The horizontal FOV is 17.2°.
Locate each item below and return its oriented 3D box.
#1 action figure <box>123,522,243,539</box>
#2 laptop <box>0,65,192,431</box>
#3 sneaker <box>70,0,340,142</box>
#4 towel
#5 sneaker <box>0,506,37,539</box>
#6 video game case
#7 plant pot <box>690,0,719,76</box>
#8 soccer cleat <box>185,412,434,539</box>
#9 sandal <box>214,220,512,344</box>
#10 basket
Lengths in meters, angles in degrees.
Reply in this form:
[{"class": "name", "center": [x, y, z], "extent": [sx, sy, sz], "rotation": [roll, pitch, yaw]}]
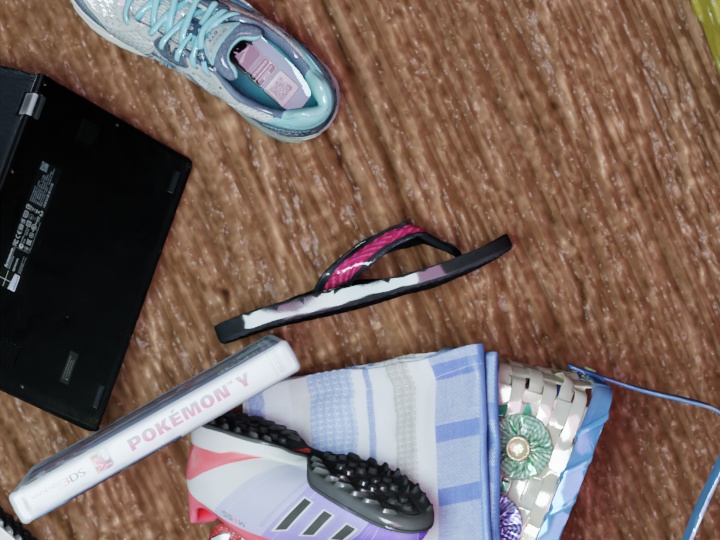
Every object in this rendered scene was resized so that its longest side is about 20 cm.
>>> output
[{"class": "action figure", "center": [-0.146, 0.239, 1.517], "extent": [0.099, 0.065, 0.201], "rotation": [30, 91, -18]}, {"class": "laptop", "center": [-0.239, -0.025, 1.485], "extent": [0.200, 0.116, 0.188], "rotation": [29, 73, -36]}, {"class": "sneaker", "center": [-0.094, -0.152, 1.478], "extent": [0.199, 0.086, 0.078], "rotation": [30, 90, -9]}, {"class": "towel", "center": [0.002, 0.127, 1.467], "extent": [0.024, 0.199, 0.148], "rotation": [15, 69, -49]}, {"class": "sneaker", "center": [-0.283, 0.162, 1.490], "extent": [0.200, 0.070, 0.090], "rotation": [42, 86, -11]}, {"class": "video game case", "center": [-0.124, 0.091, 1.439], "extent": [0.182, 0.200, 0.023], "rotation": [-29, 92, -4]}, {"class": "plant pot", "center": [0.321, -0.158, 1.485], "extent": [0.199, 0.196, 0.195], "rotation": [-20, 97, 1]}, {"class": "soccer cleat", "center": [-0.033, 0.143, 1.439], "extent": [0.068, 0.199, 0.074], "rotation": [1, 102, -46]}, {"class": "sandal", "center": [0.000, 0.000, 1.514], "extent": [0.199, 0.075, 0.045], "rotation": [-15, 86, -3]}, {"class": "basket", "center": [0.121, 0.145, 1.506], "extent": [0.199, 0.139, 0.177], "rotation": [18, 92, -10]}]
